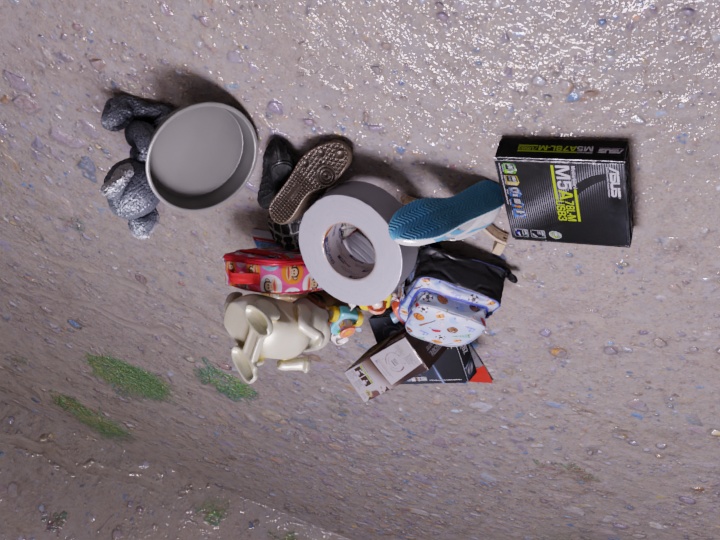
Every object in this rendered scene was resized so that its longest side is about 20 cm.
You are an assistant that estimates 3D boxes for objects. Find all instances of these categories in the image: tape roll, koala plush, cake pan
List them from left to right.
[{"bbox_3d":[-0.377,-0.172,1.492,0.181,0.202,0.178,10,147,17],"label":"koala plush"},{"bbox_3d":[-0.269,-0.194,1.436,0.037,0.199,0.201,47,172,44],"label":"cake pan"},{"bbox_3d":[-0.005,-0.044,1.442,0.198,0.066,0.203,14,122,24],"label":"tape roll"}]

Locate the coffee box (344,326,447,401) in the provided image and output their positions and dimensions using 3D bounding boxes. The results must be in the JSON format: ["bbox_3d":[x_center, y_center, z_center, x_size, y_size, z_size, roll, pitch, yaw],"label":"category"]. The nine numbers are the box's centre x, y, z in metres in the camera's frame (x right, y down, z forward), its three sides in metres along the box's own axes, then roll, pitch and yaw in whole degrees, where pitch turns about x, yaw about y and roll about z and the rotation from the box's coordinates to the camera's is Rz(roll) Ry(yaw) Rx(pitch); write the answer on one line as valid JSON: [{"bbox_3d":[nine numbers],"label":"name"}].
[{"bbox_3d":[0.076,0.175,1.718,0.199,0.113,0.080,-35,92,43],"label":"coffee box"}]

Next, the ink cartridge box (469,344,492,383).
[{"bbox_3d":[0.184,0.207,1.883,0.158,0.048,0.201,-1,141,33],"label":"ink cartridge box"}]

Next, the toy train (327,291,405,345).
[{"bbox_3d":[0.025,0.098,1.663,0.198,0.056,0.151,-24,139,6],"label":"toy train"}]

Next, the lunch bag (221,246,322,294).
[{"bbox_3d":[-0.168,0.002,1.608,0.174,0.083,0.199,-6,-171,-38],"label":"lunch bag"}]

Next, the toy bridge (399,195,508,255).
[{"bbox_3d":[0.160,-0.087,1.466,0.198,0.027,0.067,22,146,0],"label":"toy bridge"}]

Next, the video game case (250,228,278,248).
[{"bbox_3d":[-0.138,-0.009,1.776,0.141,0.018,0.201,10,147,18],"label":"video game case"}]

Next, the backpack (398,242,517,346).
[{"bbox_3d":[0.158,0.054,1.576,0.198,0.156,0.191,22,157,-5],"label":"backpack"}]

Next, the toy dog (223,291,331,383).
[{"bbox_3d":[-0.143,0.109,1.577,0.198,0.141,0.193,-2,-155,-41],"label":"toy dog"}]

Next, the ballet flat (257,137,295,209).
[{"bbox_3d":[-0.149,-0.164,1.529,0.065,0.058,0.200,-4,158,-15],"label":"ballet flat"}]

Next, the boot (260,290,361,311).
[{"bbox_3d":[-0.090,0.065,1.760,0.197,0.067,0.175,3,175,10],"label":"boot"}]

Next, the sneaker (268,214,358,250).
[{"bbox_3d":[-0.085,-0.080,1.579,0.198,0.084,0.078,6,106,37],"label":"sneaker"}]

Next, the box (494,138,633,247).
[{"bbox_3d":[0.315,-0.117,1.310,0.191,0.048,0.201,8,147,25],"label":"box"}]

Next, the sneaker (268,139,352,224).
[{"bbox_3d":[-0.081,-0.160,1.468,0.199,0.076,0.071,-38,92,30],"label":"sneaker"}]

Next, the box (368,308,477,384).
[{"bbox_3d":[0.128,0.155,1.774,0.198,0.043,0.162,-6,110,39],"label":"box"}]

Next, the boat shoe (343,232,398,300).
[{"bbox_3d":[0.000,0.000,1.652,0.070,0.073,0.200,-4,142,32],"label":"boat shoe"}]

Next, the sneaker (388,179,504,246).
[{"bbox_3d":[0.137,-0.077,1.370,0.197,0.077,0.081,-16,154,-15],"label":"sneaker"}]
